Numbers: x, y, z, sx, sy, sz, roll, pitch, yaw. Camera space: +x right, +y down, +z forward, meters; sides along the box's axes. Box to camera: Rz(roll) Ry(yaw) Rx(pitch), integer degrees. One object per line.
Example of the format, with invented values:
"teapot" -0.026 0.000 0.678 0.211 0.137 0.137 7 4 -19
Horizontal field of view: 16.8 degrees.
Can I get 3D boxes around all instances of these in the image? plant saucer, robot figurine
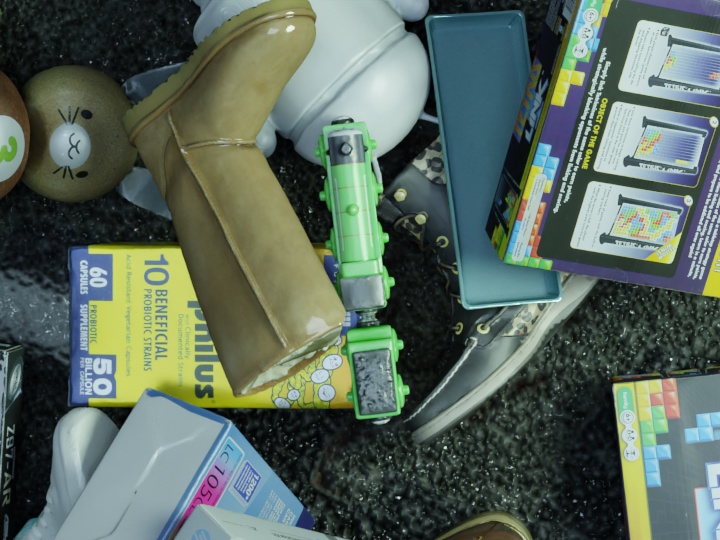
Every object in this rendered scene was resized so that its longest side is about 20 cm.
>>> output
"plant saucer" 0.086 -0.073 1.616 0.070 0.019 0.201 -4 80 -13
"robot figurine" -0.033 -0.150 1.634 0.170 0.113 0.200 -44 88 -13

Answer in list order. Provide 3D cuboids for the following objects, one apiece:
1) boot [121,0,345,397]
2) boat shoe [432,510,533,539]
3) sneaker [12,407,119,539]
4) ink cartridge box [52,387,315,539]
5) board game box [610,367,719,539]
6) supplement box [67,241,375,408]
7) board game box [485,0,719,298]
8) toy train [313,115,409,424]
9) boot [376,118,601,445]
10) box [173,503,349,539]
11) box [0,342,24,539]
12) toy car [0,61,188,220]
"boot" -0.055 -0.047 1.540 0.175 0.066 0.200 -38 69 37
"boat shoe" 0.029 0.233 1.665 0.200 0.068 0.072 -33 89 5
"sneaker" -0.197 0.176 1.647 0.088 0.075 0.201 6 128 17
"ink cartridge box" -0.111 0.184 1.618 0.076 0.200 0.137 23 73 28
"board game box" 0.261 0.164 1.642 0.165 0.057 0.201 -7 91 6
"supplement box" -0.091 0.036 1.648 0.199 0.110 0.109 0 92 4
"board game box" 0.186 -0.091 1.552 0.165 0.057 0.201 9 113 -16
"toy train" 0.000 0.000 1.557 0.042 0.056 0.201 -7 91 2
"boot" 0.064 0.004 1.639 0.151 0.073 0.200 44 81 0
"box" -0.078 0.236 1.574 0.041 0.200 0.156 40 100 35
"box" -0.313 0.143 1.637 0.160 0.044 0.201 4 94 8
"toy car" -0.204 -0.090 1.643 0.199 0.158 0.165 5 103 -7
